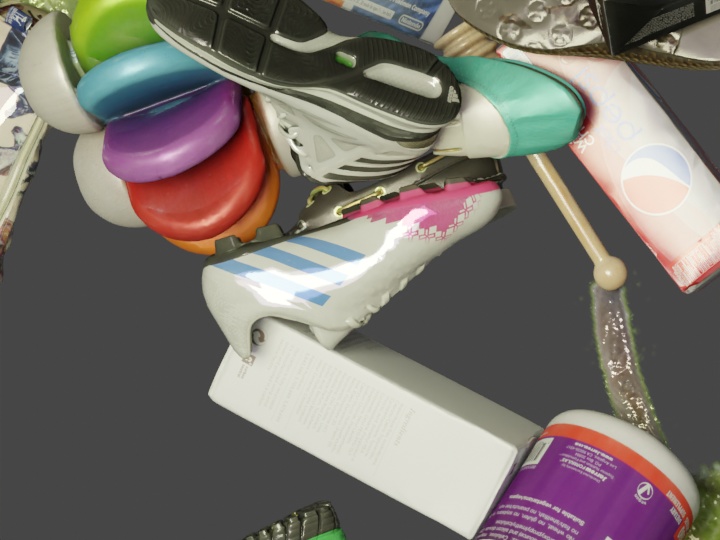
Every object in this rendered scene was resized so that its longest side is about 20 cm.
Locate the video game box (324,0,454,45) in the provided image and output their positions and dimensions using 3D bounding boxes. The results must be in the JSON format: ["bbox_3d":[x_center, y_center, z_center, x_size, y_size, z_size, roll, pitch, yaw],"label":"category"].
[{"bbox_3d":[0.028,-0.247,1.540,0.047,0.200,0.183,33,101,33],"label":"video game box"}]

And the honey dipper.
[{"bbox_3d":[0.115,-0.073,1.611,0.038,0.038,0.201,-32,91,14],"label":"honey dipper"}]

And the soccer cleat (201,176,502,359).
[{"bbox_3d":[0.000,0.000,1.556,0.199,0.070,0.087,-16,90,5],"label":"soccer cleat"}]

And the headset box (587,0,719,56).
[{"bbox_3d":[0.180,-0.252,1.489,0.148,0.077,0.201,-21,66,1],"label":"headset box"}]

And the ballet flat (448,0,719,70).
[{"bbox_3d":[0.150,-0.160,1.527,0.199,0.046,0.068,10,89,14],"label":"ballet flat"}]

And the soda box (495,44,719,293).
[{"bbox_3d":[0.175,-0.081,1.575,0.063,0.070,0.200,-38,82,12],"label":"soda box"}]

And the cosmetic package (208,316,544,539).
[{"bbox_3d":[0.012,0.095,1.614,0.199,0.102,0.074,29,101,13],"label":"cosmetic package"}]

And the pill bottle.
[{"bbox_3d":[0.122,0.193,1.543,0.112,0.113,0.200,30,68,11],"label":"pill bottle"}]

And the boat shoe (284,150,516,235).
[{"bbox_3d":[0.001,-0.034,1.628,0.200,0.072,0.061,-20,84,8],"label":"boat shoe"}]

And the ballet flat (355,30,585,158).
[{"bbox_3d":[0.052,-0.103,1.569,0.200,0.070,0.068,19,137,42],"label":"ballet flat"}]

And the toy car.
[{"bbox_3d":[-0.118,-0.096,1.586,0.174,0.150,0.200,-18,128,10],"label":"toy car"}]

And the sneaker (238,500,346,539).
[{"bbox_3d":[-0.093,0.234,1.661,0.199,0.078,0.086,-27,87,14],"label":"sneaker"}]

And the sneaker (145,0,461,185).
[{"bbox_3d":[-0.049,-0.106,1.508,0.200,0.076,0.115,22,142,-10],"label":"sneaker"}]

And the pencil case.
[{"bbox_3d":[-0.250,-0.082,1.682,0.089,0.078,0.201,33,103,50],"label":"pencil case"}]
